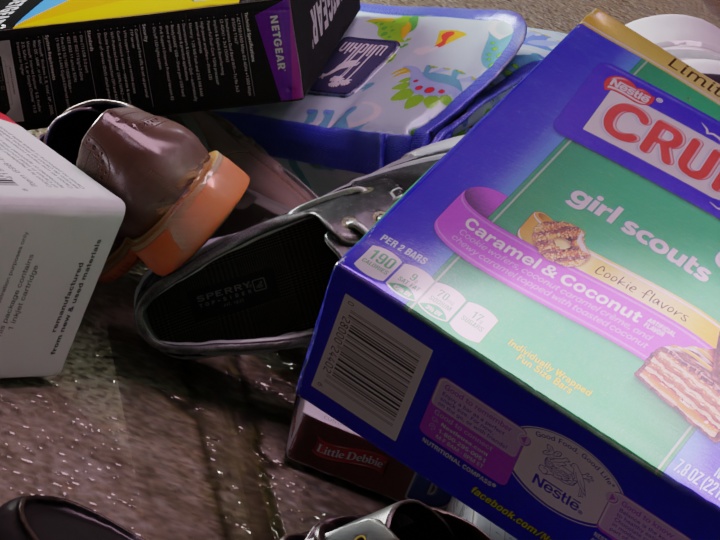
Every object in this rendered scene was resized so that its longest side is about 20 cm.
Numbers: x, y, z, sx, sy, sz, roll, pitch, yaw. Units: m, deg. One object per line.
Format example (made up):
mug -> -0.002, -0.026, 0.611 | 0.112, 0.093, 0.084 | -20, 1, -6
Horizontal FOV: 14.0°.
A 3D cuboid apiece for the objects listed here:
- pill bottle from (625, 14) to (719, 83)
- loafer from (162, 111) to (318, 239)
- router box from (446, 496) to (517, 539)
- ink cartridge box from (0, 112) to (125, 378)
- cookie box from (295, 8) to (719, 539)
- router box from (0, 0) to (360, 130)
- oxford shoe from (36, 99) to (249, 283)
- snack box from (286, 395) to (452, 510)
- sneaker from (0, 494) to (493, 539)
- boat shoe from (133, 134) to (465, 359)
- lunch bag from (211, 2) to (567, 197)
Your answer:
pill bottle -> 0.154, -0.025, 1.330 | 0.111, 0.111, 0.200 | 16, 37, -21
loafer -> -0.057, -0.025, 1.351 | 0.063, 0.072, 0.200 | 4, 27, -45
router box -> 0.114, 0.145, 1.085 | 0.179, 0.049, 0.200 | 22, 17, -2
ink cartridge box -> -0.215, -0.025, 1.123 | 0.144, 0.084, 0.200 | 35, 20, 34
cookie box -> 0.102, 0.014, 1.095 | 0.171, 0.075, 0.200 | 33, 45, 12
router box -> -0.087, -0.115, 1.348 | 0.149, 0.051, 0.200 | -5, 16, 8
oxford shoe -> -0.104, -0.043, 1.250 | 0.073, 0.071, 0.200 | 42, -13, -12
snack box -> 0.066, 0.093, 1.228 | 0.200, 0.024, 0.072 | 22, 18, -5
sneaker -> -0.031, 0.100, 0.935 | 0.200, 0.106, 0.075 | 31, 19, 25
boat shoe -> 0.000, 0.000, 1.222 | 0.200, 0.072, 0.071 | -21, 10, 7
lunch bag -> 0.022, -0.067, 1.443 | 0.170, 0.128, 0.200 | 7, 10, 37
